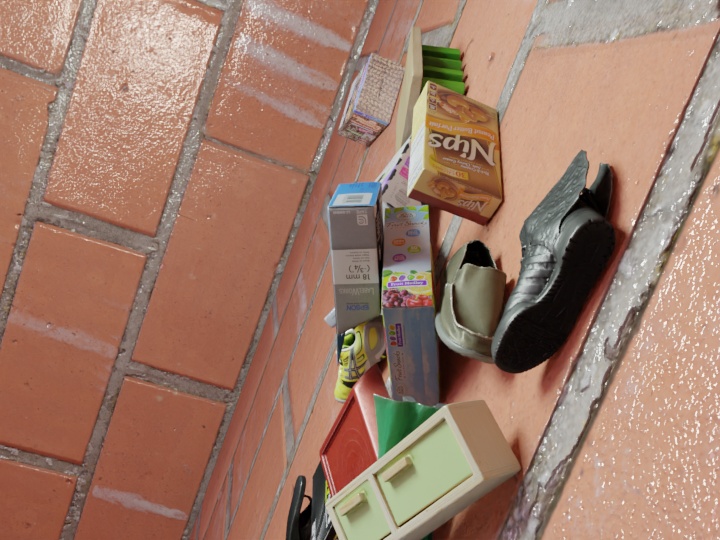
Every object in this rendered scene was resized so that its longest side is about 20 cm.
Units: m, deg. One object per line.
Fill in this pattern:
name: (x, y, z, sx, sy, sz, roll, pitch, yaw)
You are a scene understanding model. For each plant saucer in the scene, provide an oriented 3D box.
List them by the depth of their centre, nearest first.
plant saucer: (0.002, 0.260, 0.960, 0.201, 0.036, 0.202, -65, 35, 40)

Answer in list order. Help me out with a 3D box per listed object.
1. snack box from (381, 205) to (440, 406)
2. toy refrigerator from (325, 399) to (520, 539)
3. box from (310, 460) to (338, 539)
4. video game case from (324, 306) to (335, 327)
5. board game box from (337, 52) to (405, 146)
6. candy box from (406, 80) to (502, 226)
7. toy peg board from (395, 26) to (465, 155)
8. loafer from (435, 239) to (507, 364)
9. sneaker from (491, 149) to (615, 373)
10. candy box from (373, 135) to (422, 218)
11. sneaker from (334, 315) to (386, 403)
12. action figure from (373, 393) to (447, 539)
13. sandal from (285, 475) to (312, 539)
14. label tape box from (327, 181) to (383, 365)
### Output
snack box: (0.065, 0.043, 0.953, 0.202, 0.066, 0.171, -84, -11, -52)
toy refrigerator: (0.053, 0.213, 0.728, 0.200, 0.069, 0.077, -46, 58, 33)
box: (-0.026, 0.323, 1.156, 0.201, 0.047, 0.195, -95, 28, -63)
video game case: (0.029, 0.002, 1.148, 0.182, 0.022, 0.200, -46, -1, 10)
board game box: (0.025, -0.441, 1.946, 0.200, 0.095, 0.162, 153, 134, -73)
candy box: (0.128, -0.163, 1.012, 0.202, 0.114, 0.056, -83, 16, -44)
toy peg board: (0.125, -0.304, 1.358, 0.202, 0.096, 0.202, -85, 3, -51)
loafer: (0.126, 0.027, 0.836, 0.201, 0.074, 0.071, -92, 20, -59)
sneaker: (0.178, -0.008, 0.700, 0.202, 0.059, 0.105, -61, 16, 21)
candy box: (0.049, -0.112, 1.256, 0.168, 0.071, 0.201, -48, 11, 47)
sneaker: (-0.010, 0.141, 1.243, 0.076, 0.075, 0.202, -90, 21, -53)
action figure: (0.056, 0.245, 0.818, 0.055, 0.116, 0.204, 4, -84, -76)
sandal: (-0.106, 0.462, 1.336, 0.075, 0.047, 0.205, -130, 47, -75)
label tape box: (0.000, 0.000, 0.961, 0.144, 0.062, 0.204, -75, -18, -72)
